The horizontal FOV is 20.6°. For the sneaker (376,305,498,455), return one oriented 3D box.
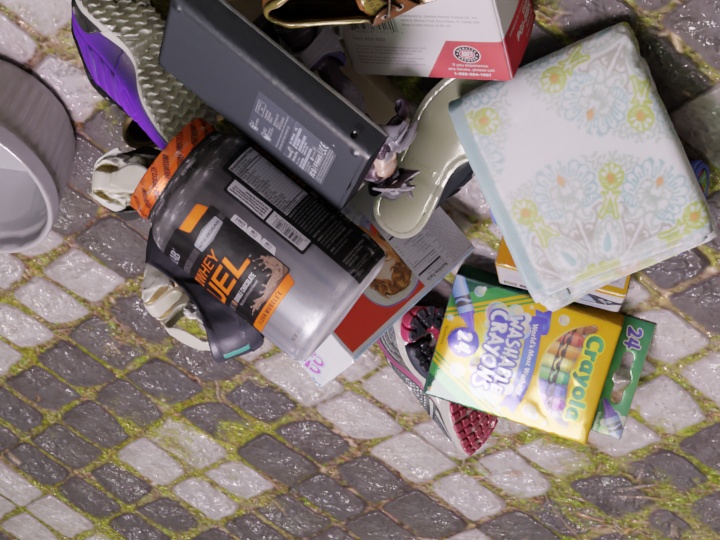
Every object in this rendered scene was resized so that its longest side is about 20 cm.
[{"bbox_3d":[0.081,0.106,2.032,0.074,0.081,0.201,9,139,46],"label":"sneaker"}]

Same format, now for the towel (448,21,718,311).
[{"bbox_3d":[0.186,-0.084,1.659,0.170,0.048,0.201,-23,97,17],"label":"towel"}]

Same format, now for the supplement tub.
[{"bbox_3d":[-0.088,-0.029,1.661,0.200,0.123,0.123,39,143,3],"label":"supplement tub"}]

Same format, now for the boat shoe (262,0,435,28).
[{"bbox_3d":[0.017,-0.218,1.511,0.199,0.068,0.072,-6,134,33],"label":"boat shoe"}]

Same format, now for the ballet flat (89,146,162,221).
[{"bbox_3d":[-0.204,-0.084,1.808,0.068,0.069,0.200,9,174,-30],"label":"ballet flat"}]

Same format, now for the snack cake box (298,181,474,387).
[{"bbox_3d":[0.000,0.000,1.805,0.115,0.200,0.067,50,141,0],"label":"snack cake box"}]

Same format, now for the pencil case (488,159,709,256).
[{"bbox_3d":[0.209,-0.063,1.739,0.198,0.078,0.088,8,108,20],"label":"pencil case"}]

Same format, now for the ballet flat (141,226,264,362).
[{"bbox_3d":[-0.160,0.024,1.806,0.200,0.073,0.073,40,163,44],"label":"ballet flat"}]

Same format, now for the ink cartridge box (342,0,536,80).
[{"bbox_3d":[0.047,-0.254,1.580,0.146,0.083,0.201,6,141,23],"label":"ink cartridge box"}]

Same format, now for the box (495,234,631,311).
[{"bbox_3d":[0.185,0.001,1.803,0.118,0.042,0.200,14,178,6],"label":"box"}]

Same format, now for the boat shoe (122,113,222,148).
[{"bbox_3d":[-0.146,-0.160,1.812,0.074,0.067,0.199,40,140,-23],"label":"boat shoe"}]

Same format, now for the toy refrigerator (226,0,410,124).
[{"bbox_3d":[-0.052,-0.183,1.718,0.076,0.070,0.200,-42,115,15],"label":"toy refrigerator"}]

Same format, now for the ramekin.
[{"bbox_3d":[-0.376,-0.121,1.948,0.199,0.106,0.201,13,143,10],"label":"ramekin"}]

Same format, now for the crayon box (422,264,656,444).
[{"bbox_3d":[0.173,0.085,1.918,0.199,0.052,0.127,17,105,6],"label":"crayon box"}]

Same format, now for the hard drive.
[{"bbox_3d":[-0.075,-0.139,1.589,0.200,0.033,0.140,39,161,2],"label":"hard drive"}]

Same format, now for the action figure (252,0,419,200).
[{"bbox_3d":[-0.011,-0.133,1.637,0.130,0.069,0.200,2,136,52],"label":"action figure"}]

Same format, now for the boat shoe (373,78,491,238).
[{"bbox_3d":[0.082,-0.116,1.747,0.074,0.066,0.200,33,122,7],"label":"boat shoe"}]

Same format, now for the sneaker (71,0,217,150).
[{"bbox_3d":[-0.198,-0.171,1.773,0.201,0.069,0.100,58,149,15],"label":"sneaker"}]
